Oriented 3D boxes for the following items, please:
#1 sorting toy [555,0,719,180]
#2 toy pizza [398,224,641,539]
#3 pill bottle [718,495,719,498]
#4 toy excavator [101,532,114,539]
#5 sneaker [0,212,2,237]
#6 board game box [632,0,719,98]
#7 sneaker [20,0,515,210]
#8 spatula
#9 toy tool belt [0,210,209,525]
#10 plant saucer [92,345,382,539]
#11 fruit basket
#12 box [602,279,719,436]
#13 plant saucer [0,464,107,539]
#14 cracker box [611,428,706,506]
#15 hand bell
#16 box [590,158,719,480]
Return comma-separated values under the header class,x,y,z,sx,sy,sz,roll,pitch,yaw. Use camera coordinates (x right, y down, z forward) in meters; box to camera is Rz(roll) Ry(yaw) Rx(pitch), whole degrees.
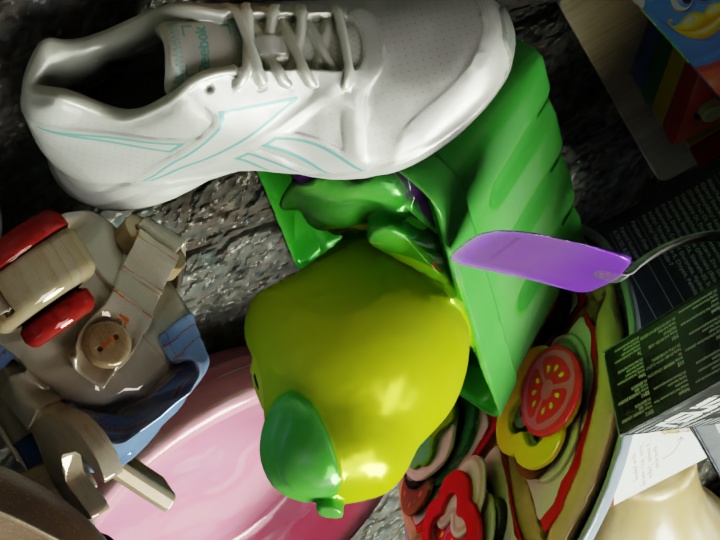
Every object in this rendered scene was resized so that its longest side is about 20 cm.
class,x,y,z,sx,sy,sz,roll,pitch,yaw
sorting toy,0.212,-0.120,1.346,0.200,0.070,0.199,-30,150,6
toy pizza,0.065,0.071,1.337,0.032,0.201,0.200,18,123,-24
pill bottle,0.289,0.158,1.783,0.200,0.111,0.111,-43,149,8
toy excavator,-0.219,0.169,1.255,0.200,0.194,0.100,-57,175,-12
sneaker,-0.177,-0.028,1.081,0.075,0.089,0.200,-36,152,-5
board game box,0.166,-0.132,1.184,0.103,0.200,0.105,-44,149,12
sneaker,-0.038,-0.074,1.118,0.199,0.071,0.080,-13,155,9
spatula,0.137,-0.009,1.158,0.199,0.021,0.057,-4,166,-18
toy tool belt,-0.106,0.044,1.149,0.125,0.123,0.200,-35,180,-9
plant saucer,-0.073,0.106,1.403,0.200,0.051,0.201,-27,147,-19
fruit basket,0.000,0.000,1.231,0.215,0.155,0.216,-38,148,-29
box,0.228,0.020,1.193,0.192,0.048,0.200,-7,167,-22
plant saucer,-0.171,0.117,1.139,0.201,0.200,0.037,90,14,-57
cracker box,0.164,0.034,1.503,0.199,0.058,0.134,-25,126,-20
hand bell,0.162,0.084,1.600,0.104,0.104,0.200,-24,135,-21
box,0.234,0.023,1.385,0.182,0.104,0.200,-30,141,4
